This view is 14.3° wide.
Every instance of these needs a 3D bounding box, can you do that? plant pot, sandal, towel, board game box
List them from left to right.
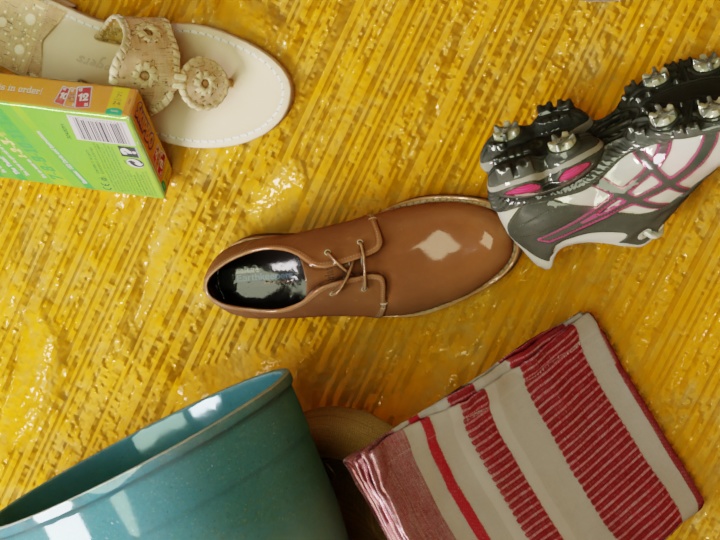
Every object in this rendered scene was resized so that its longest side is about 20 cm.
[{"bbox_3d":[-0.222,-0.089,1.774,0.199,0.096,0.030,5,62,14],"label":"board game box"},{"bbox_3d":[-0.151,-0.123,1.757,0.211,0.070,0.078,19,103,13],"label":"sandal"},{"bbox_3d":[-0.087,0.185,1.652,0.200,0.200,0.188,-26,94,18],"label":"plant pot"},{"bbox_3d":[0.100,0.125,1.671,0.144,0.200,0.023,59,148,0],"label":"towel"}]

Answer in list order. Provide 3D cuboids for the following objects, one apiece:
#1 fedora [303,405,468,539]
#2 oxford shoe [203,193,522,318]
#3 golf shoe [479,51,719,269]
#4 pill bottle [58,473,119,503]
[{"bbox_3d":[0.013,0.176,1.736,0.200,0.082,0.201,6,99,38],"label":"fedora"},{"bbox_3d":[0.000,0.000,1.733,0.200,0.071,0.072,-11,93,16],"label":"oxford shoe"},{"bbox_3d":[0.172,-0.066,1.681,0.200,0.077,0.088,-16,121,14],"label":"golf shoe"},{"bbox_3d":[-0.149,0.229,1.789,0.112,0.112,0.200,-20,93,18],"label":"pill bottle"}]
